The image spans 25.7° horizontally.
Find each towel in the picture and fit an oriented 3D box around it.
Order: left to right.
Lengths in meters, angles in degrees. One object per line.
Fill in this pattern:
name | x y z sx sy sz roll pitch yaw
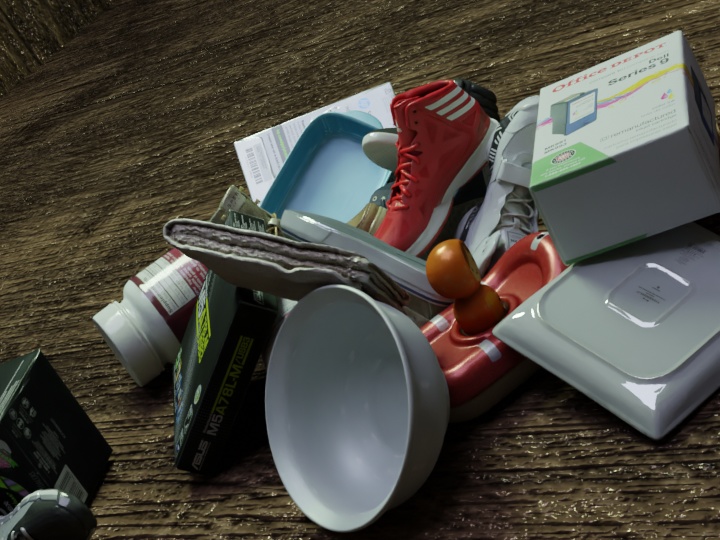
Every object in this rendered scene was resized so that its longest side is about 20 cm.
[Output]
towel | -0.061 0.002 1.376 0.198 0.132 0.035 12 77 25

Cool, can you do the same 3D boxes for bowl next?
bowl | 0.011 0.113 1.317 0.090 0.204 0.200 0 0 -39

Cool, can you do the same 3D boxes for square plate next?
square plate | 0.236 0.026 1.280 0.198 0.029 0.200 -38 42 -18

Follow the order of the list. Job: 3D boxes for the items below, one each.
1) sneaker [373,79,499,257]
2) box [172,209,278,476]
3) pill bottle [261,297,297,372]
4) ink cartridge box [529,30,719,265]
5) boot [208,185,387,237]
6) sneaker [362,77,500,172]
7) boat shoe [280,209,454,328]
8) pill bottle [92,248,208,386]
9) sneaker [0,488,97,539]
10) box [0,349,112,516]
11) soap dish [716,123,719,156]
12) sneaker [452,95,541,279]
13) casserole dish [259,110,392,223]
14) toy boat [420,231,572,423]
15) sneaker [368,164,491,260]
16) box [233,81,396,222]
sneaker | 0.043 -0.101 1.542 0.078 0.115 0.201 12 63 56
box | -0.138 0.069 1.562 0.201 0.047 0.195 -103 30 -61
pill bottle | -0.043 0.069 1.521 0.108 0.109 0.200 -31 23 1
ink cartridge box | 0.230 -0.109 1.363 0.144 0.088 0.201 -20 24 21
boot | -0.077 -0.038 1.654 0.200 0.154 0.072 -43 10 38
sneaker | 0.078 -0.161 1.723 0.198 0.100 0.070 4 -15 -37
boat shoe | 0.000 0.000 1.489 0.199 0.063 0.072 26 11 29
pill bottle | -0.195 0.034 1.781 0.199 0.115 0.114 -37 23 -12
sneaker | -0.338 0.286 1.514 0.199 0.075 0.116 -26 25 41
box | -0.389 0.201 1.635 0.198 0.149 0.125 -20 26 23
soap dish | 0.273 -0.110 1.524 0.156 0.082 0.201 -25 23 15
sneaker | 0.153 -0.059 1.501 0.115 0.074 0.201 -108 37 -58
casserole dish | -0.035 -0.085 1.762 0.120 0.039 0.201 23 73 19
toy boat | 0.103 0.029 1.386 0.199 0.131 0.130 -37 23 -14
sneaker | 0.056 -0.037 1.660 0.145 0.077 0.203 -14 32 44
box | -0.031 -0.112 1.815 0.198 0.041 0.157 -22 64 3
